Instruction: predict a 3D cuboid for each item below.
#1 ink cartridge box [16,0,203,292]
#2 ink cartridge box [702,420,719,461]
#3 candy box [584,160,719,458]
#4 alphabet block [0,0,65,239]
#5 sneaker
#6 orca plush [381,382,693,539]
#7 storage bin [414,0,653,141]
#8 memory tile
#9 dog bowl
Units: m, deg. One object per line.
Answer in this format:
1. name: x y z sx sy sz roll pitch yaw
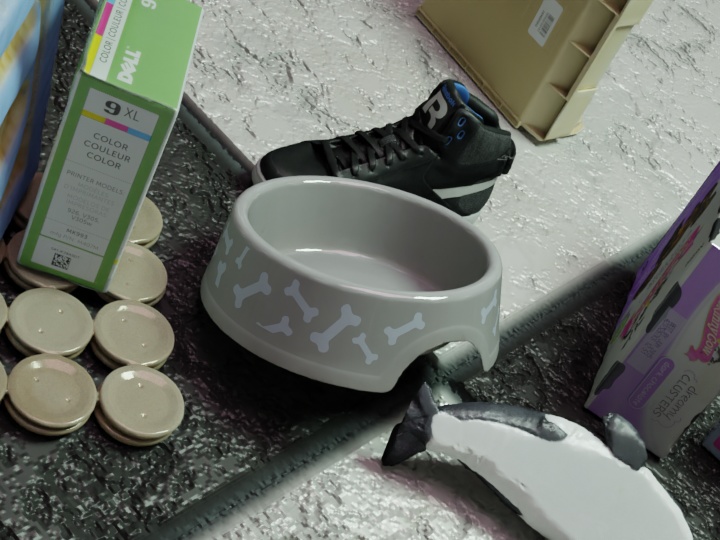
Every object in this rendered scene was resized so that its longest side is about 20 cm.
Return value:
1. ink cartridge box: -0.135 -0.096 0.684 0.059 0.201 0.105 19 40 -13
2. ink cartridge box: 0.333 0.092 0.812 0.119 0.201 0.042 44 39 18
3. candy box: 0.253 0.010 0.875 0.071 0.169 0.200 32 38 4
4. alphabet block: -0.275 -0.097 0.611 0.197 0.198 0.197 18 40 -7
5. sneaker: 0.024 -0.095 0.885 0.198 0.113 0.074 2 45 -32
6. orca plush: 0.108 0.134 0.755 0.197 0.071 0.107 12 86 -7
7. storage bin: 0.171 -0.256 1.084 0.093 0.201 0.199 -14 55 -40
8. memory tile: -0.184 0.014 0.709 0.151 0.017 0.202 10 44 -24
9. dog bowl: 0.000 0.000 0.764 0.197 0.059 0.201 12 25 -5
